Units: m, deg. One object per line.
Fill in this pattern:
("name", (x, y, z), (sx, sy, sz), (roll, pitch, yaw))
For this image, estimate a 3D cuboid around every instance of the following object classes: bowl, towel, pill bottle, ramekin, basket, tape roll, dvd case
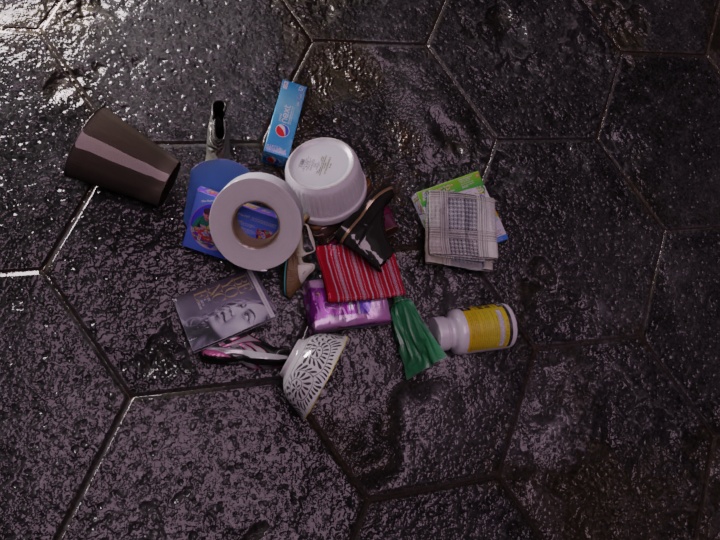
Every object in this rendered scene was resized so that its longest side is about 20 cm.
("bowl", (-0.113, 0.208, 1.297), (0.093, 0.201, 0.203), (29, 71, -2))
("towel", (0.254, -0.101, 1.516), (0.189, 0.035, 0.203), (7, 75, -14))
("pill bottle", (0.269, 0.144, 1.461), (0.197, 0.111, 0.113), (-6, 78, -17))
("ramekin", (-0.086, -0.217, 1.417), (0.197, 0.106, 0.203), (-3, 58, 5))
("towel", (0.000, 0.000, 1.396), (0.197, 0.023, 0.147), (-5, 66, -22))
("basket", (-0.514, -0.237, 1.335), (0.198, 0.136, 0.182), (28, 66, -11))
("tape roll", (-0.222, -0.105, 1.303), (0.199, 0.071, 0.206), (-1, 109, -3))
("dvd case", (-0.300, 0.083, 1.339), (0.198, 0.016, 0.149), (-22, 57, -19))

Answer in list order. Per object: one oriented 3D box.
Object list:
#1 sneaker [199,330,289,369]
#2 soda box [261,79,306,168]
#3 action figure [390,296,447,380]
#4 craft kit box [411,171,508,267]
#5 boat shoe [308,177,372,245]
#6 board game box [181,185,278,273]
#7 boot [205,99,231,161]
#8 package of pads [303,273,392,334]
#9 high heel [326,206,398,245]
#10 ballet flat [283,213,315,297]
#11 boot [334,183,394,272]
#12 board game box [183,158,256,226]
("sneaker", (-0.250, 0.163, 1.336), (0.197, 0.080, 0.088), (10, 63, -18))
("soda box", (-0.188, -0.360, 1.485), (0.063, 0.068, 0.203), (16, 73, -10))
("action figure", (0.123, 0.143, 1.441), (0.117, 0.055, 0.202), (-31, 67, 20))
("craft kit box", (0.258, -0.136, 1.565), (0.198, 0.048, 0.200), (-20, 85, -19))
("boat shoe", (-0.043, -0.145, 1.478), (0.200, 0.070, 0.071), (-42, 127, -17))
("board game box", (-0.288, -0.092, 1.366), (0.197, 0.045, 0.136), (19, 108, -9))
("boot", (-0.330, -0.278, 1.393), (0.067, 0.131, 0.203), (-4, 77, -15))
("package of pads", (-0.031, 0.076, 1.416), (0.197, 0.076, 0.122), (-6, 74, -17))
("high heel", (-0.009, -0.103, 1.486), (0.197, 0.068, 0.097), (-19, 58, -17))
("ballet flat", (-0.139, -0.036, 1.391), (0.071, 0.068, 0.204), (2, 93, 10))
("boot", (0.048, -0.098, 1.419), (0.138, 0.078, 0.200), (40, 66, 5))
("board game box", (-0.318, -0.159, 1.388), (0.155, 0.039, 0.203), (12, 108, -7))
